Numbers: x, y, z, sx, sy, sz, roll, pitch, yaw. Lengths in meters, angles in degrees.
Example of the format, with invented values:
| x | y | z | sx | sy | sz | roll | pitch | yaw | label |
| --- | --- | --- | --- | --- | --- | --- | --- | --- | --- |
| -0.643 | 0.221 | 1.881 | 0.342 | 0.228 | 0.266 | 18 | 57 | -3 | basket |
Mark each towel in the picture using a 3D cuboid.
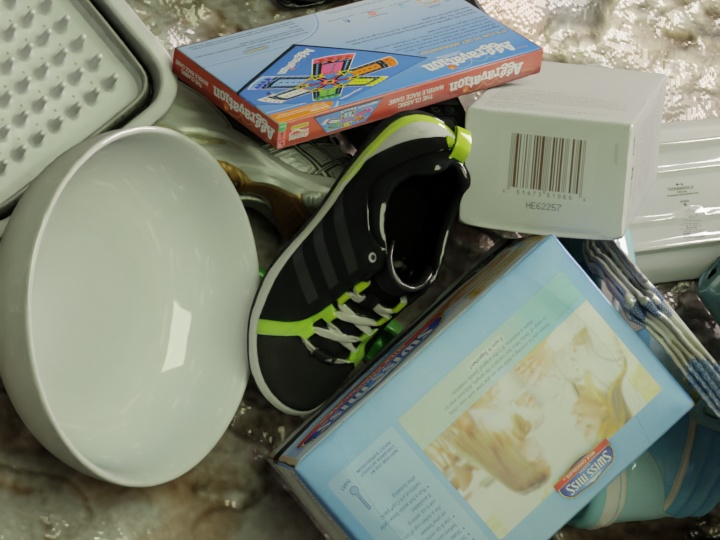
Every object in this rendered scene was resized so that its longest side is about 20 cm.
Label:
| x | y | z | sx | sy | sz | roll | pitch | yaw | label |
| --- | --- | --- | --- | --- | --- | --- | --- | --- | --- |
| 0.204 | 0.066 | 1.595 | 0.024 | 0.147 | 0.200 | -39 | 107 | 5 | towel |

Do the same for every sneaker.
| x | y | z | sx | sy | sz | roll | pitch | yaw | label |
| --- | --- | --- | --- | --- | --- | --- | --- | --- | --- |
| 0.183 | 0.063 | 1.701 | 0.130 | 0.079 | 0.201 | 5 | 81 | -24 | sneaker |
| -0.037 | -0.069 | 1.632 | 0.199 | 0.076 | 0.088 | 24 | 62 | -20 | sneaker |
| 0.000 | 0.000 | 1.541 | 0.071 | 0.083 | 0.201 | 21 | 105 | -26 | sneaker |

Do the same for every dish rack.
| x | y | z | sx | sy | sz | roll | pitch | yaw | label |
| --- | --- | --- | --- | --- | --- | --- | --- | --- | --- |
| -0.221 | -0.127 | 1.561 | 0.171 | 0.044 | 0.200 | -40 | 89 | -26 | dish rack |

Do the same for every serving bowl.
| x | y | z | sx | sy | sz | roll | pitch | yaw | label |
| --- | --- | --- | --- | --- | --- | --- | --- | --- | --- |
| -0.141 | 0.019 | 1.527 | 0.200 | 0.066 | 0.202 | -3 | 94 | -53 | serving bowl |

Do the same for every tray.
| x | y | z | sx | sy | sz | roll | pitch | yaw | label |
| --- | --- | --- | --- | --- | --- | --- | --- | --- | --- |
| 0.204 | -0.047 | 1.780 | 0.199 | 0.022 | 0.108 | -7 | 78 | -29 | tray |

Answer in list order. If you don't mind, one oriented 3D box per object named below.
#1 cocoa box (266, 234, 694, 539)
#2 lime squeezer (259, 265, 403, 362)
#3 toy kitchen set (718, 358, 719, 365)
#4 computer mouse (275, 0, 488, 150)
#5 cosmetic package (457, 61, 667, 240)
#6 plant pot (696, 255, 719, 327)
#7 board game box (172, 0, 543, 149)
| x | y | z | sx | sy | sz | roll | pitch | yaw | label |
| --- | --- | --- | --- | --- | --- | --- | --- | --- | --- |
| 0.066 | 0.092 | 1.560 | 0.200 | 0.131 | 0.134 | -42 | 95 | -8 | cocoa box |
| 0.028 | 0.030 | 1.654 | 0.199 | 0.038 | 0.071 | 4 | 72 | -25 | lime squeezer |
| 0.302 | 0.027 | 1.540 | 0.162 | 0.180 | 0.201 | 18 | 83 | 4 | toy kitchen set |
| 0.033 | -0.117 | 1.669 | 0.140 | 0.046 | 0.200 | -4 | 41 | -27 | computer mouse |
| 0.124 | -0.075 | 1.635 | 0.101 | 0.200 | 0.075 | 7 | 102 | 12 | cosmetic package |
| 0.328 | 0.038 | 1.716 | 0.196 | 0.200 | 0.200 | 48 | 59 | -2 | plant pot |
| 0.000 | -0.122 | 1.596 | 0.199 | 0.020 | 0.103 | -18 | 38 | -35 | board game box |
